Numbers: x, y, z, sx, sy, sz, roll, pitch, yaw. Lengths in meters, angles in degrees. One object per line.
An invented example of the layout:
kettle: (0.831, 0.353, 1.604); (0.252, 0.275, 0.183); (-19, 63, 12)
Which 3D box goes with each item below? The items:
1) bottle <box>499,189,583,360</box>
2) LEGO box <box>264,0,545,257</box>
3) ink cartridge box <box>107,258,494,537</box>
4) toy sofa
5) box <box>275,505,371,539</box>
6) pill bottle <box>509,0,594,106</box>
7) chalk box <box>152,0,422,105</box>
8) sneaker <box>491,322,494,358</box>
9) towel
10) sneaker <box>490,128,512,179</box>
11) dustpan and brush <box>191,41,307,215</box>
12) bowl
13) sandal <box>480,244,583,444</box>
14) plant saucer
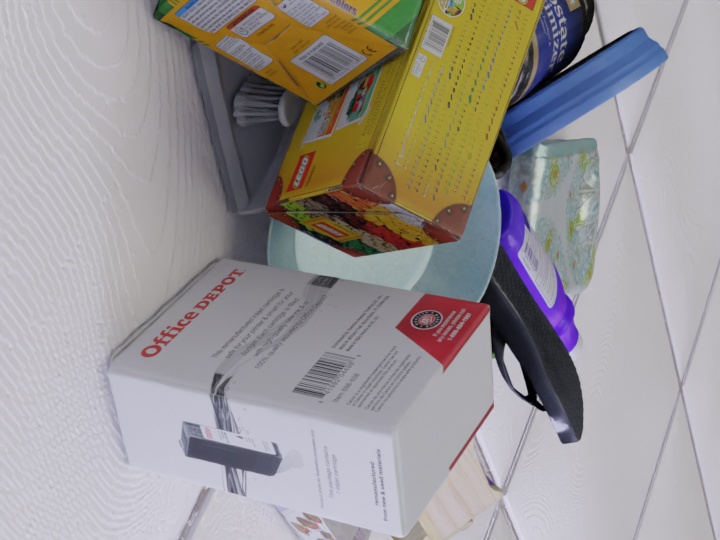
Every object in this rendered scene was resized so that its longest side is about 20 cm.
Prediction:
bottle: (0.154, 0.014, 1.366); (0.200, 0.065, 0.084); (54, 26, -40)
LEGO box: (0.031, -0.118, 0.923); (0.077, 0.149, 0.200); (26, 77, -22)
ink cartridge box: (-0.035, 0.072, 0.908); (0.144, 0.200, 0.084); (-47, 140, -49)
toy sofa: (0.039, 0.148, 1.123); (0.098, 0.083, 0.200); (-36, 153, -4)
box: (-0.043, 0.162, 1.087); (0.042, 0.039, 0.200); (-68, 149, -30)
pill bottle: (0.130, -0.209, 1.253); (0.200, 0.112, 0.112); (-38, 129, -54)
chalk box: (-0.023, -0.229, 0.892); (0.124, 0.125, 0.200); (25, 68, -22)
sneaker: (0.068, 0.045, 1.218); (0.200, 0.077, 0.084); (-36, 130, -57)
towel: (0.200, -0.052, 1.498); (0.200, 0.048, 0.172); (-10, 104, -62)
sneaker: (0.082, -0.082, 1.198); (0.200, 0.084, 0.077); (78, 27, -66)
dustpan and brush: (-0.030, -0.141, 1.013); (0.200, 0.057, 0.140); (-51, 140, -45)
bowl: (0.177, -0.152, 1.289); (0.039, 0.200, 0.201); (58, 35, -3)
sandal: (0.133, 0.057, 1.223); (0.200, 0.043, 0.076); (61, 26, -7)
plant saucer: (0.012, -0.025, 1.044); (0.201, 0.039, 0.202); (-9, 107, -32)
